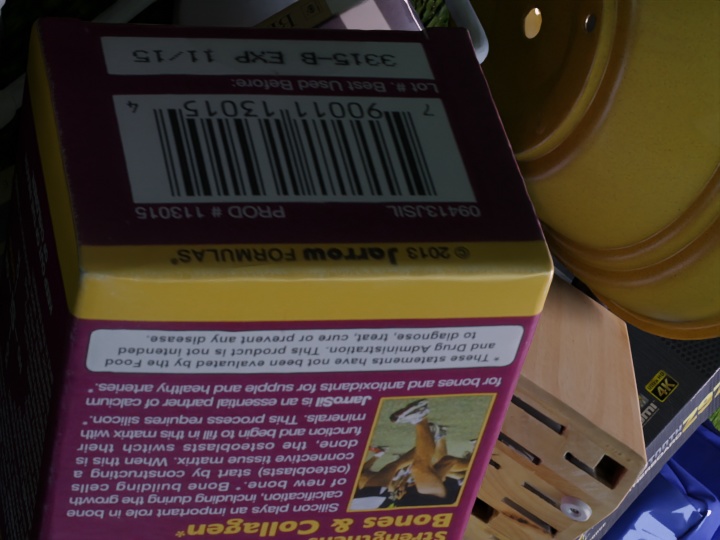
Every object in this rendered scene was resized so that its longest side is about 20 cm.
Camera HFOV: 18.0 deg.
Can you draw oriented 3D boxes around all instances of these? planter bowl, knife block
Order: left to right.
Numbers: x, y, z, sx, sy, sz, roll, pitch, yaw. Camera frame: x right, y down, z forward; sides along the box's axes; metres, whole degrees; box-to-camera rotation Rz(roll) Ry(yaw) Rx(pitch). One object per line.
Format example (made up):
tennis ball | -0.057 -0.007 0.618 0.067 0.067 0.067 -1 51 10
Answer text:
knife block | 0.059 0.027 0.809 0.176 0.064 0.200 -61 -174 -30
planter bowl | 0.086 -0.080 0.773 0.083 0.201 0.201 5 125 -31

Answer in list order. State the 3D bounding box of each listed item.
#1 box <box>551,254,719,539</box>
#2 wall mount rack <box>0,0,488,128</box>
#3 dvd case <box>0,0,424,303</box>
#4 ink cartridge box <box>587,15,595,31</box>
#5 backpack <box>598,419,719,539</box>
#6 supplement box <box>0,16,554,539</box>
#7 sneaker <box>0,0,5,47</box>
box | 0.077 0.018 0.956 0.200 0.157 0.051 -45 158 -14
wall mount rack | -0.053 -0.036 0.745 0.172 0.075 0.201 -7 139 -17
dvd case | -0.051 -0.002 0.719 0.199 0.016 0.149 -29 142 5
ink cartridge box | 0.168 -0.142 0.986 0.147 0.083 0.200 -50 157 -5
backpack | 0.088 0.098 1.052 0.162 0.200 0.168 -44 148 -4
supplement box | -0.037 0.034 0.662 0.130 0.104 0.201 0 135 -18
sneaker | -0.090 -0.096 0.565 0.199 0.075 0.116 -28 163 -4
